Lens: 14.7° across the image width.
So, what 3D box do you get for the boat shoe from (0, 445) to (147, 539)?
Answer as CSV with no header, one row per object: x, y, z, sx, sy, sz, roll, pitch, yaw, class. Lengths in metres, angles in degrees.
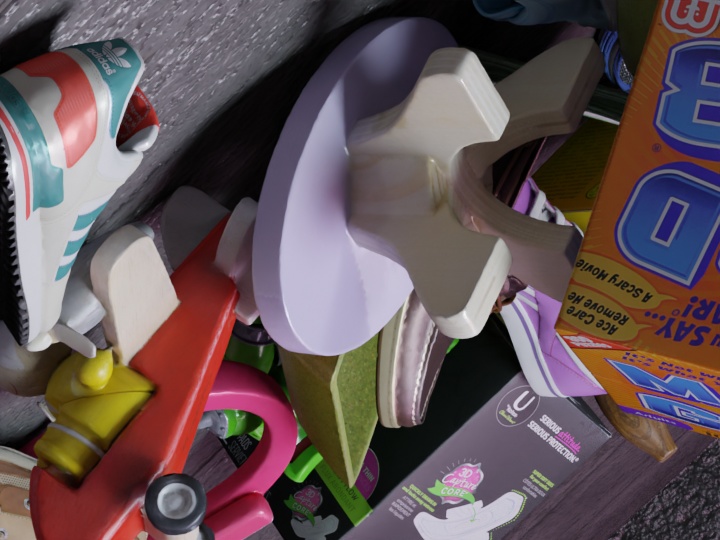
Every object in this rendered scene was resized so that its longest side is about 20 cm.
-0.192,0.145,1.541,0.200,0.072,0.076,5,133,-43,boat shoe

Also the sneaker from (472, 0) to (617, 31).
0.098,-0.164,1.500,0.082,0.074,0.200,-21,167,9,sneaker

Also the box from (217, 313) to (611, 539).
0.034,0.108,1.863,0.200,0.149,0.124,-42,138,6,box

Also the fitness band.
-0.129,0.127,1.656,0.200,0.037,0.144,-31,137,3,fitness band

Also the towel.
0.138,-0.097,1.621,0.200,0.152,0.023,2,106,-70,towel

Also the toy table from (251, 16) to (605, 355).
0.041,-0.042,1.426,0.184,0.117,0.200,43,59,-47,toy table

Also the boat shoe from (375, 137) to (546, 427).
0.061,-0.002,1.566,0.072,0.072,0.200,5,101,-81,boat shoe

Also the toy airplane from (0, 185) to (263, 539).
-0.120,0.042,1.427,0.199,0.141,0.200,-58,161,-66,toy airplane

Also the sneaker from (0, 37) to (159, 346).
-0.131,-0.037,1.251,0.093,0.070,0.200,-30,160,-18,sneaker

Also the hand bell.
0.151,0.055,1.965,0.104,0.200,0.104,-37,165,-12,hand bell

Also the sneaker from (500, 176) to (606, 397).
0.134,-0.003,1.702,0.201,0.114,0.073,58,44,-38,sneaker

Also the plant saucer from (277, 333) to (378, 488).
0.000,0.000,1.588,0.200,0.048,0.200,81,27,-68,plant saucer

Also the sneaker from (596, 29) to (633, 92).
0.205,-0.154,1.743,0.075,0.078,0.200,-34,164,-21,sneaker

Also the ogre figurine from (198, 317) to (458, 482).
-0.030,0.059,1.728,0.120,0.098,0.200,-52,167,15,ogre figurine

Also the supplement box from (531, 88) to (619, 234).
0.196,-0.045,1.826,0.109,0.109,0.200,-4,-150,43,supplement box

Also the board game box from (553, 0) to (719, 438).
0.239,-0.015,1.426,0.200,0.199,0.200,45,62,-69,board game box

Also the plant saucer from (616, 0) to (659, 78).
0.167,-0.185,1.485,0.200,0.031,0.201,10,90,-77,plant saucer
